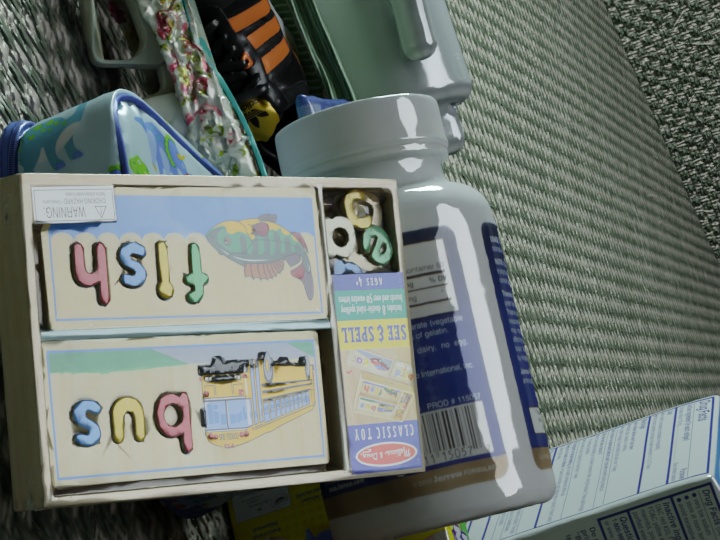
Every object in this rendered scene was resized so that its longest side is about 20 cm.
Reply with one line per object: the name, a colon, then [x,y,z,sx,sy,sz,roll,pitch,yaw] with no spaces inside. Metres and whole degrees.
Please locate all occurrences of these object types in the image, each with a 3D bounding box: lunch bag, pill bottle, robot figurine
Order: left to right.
lunch bag: [-0.093,0.016,1.020,0.200,0.082,0.162,43,33,-59]
robot figurine: [0.010,-0.168,1.561,0.169,0.112,0.201,-25,-97,64]
pill bottle: [0.019,0.024,1.039,0.111,0.110,0.201,13,63,-73]

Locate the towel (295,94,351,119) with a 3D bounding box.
towel: [0.000,0.000,1.256,0.147,0.024,0.201,-11,90,-77]

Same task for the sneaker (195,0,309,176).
sneaker: [-0.073,-0.123,1.274,0.090,0.070,0.200,68,10,27]

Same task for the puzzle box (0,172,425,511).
puzzle box: [-0.060,0.027,0.911,0.199,0.025,0.134,-2,84,-40]

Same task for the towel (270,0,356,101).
towel: [-0.038,-0.148,1.421,0.200,0.023,0.153,-149,-143,-84]

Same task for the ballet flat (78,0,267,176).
ballet flat: [-0.110,-0.108,1.163,0.201,0.064,0.076,68,-22,4]

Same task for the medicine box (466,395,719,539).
medicine box: [0.183,0.190,1.566,0.182,0.199,0.103,-55,124,-72]

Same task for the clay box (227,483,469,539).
clay box: [0.002,0.165,1.113,0.048,0.114,0.201,38,36,-65]
